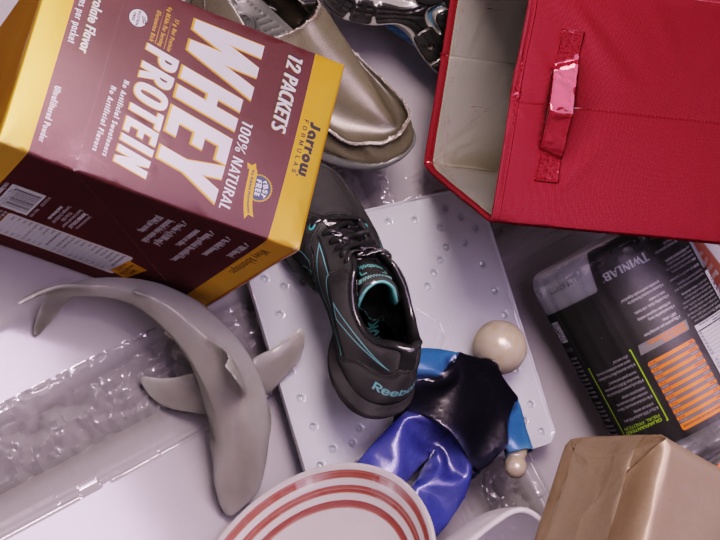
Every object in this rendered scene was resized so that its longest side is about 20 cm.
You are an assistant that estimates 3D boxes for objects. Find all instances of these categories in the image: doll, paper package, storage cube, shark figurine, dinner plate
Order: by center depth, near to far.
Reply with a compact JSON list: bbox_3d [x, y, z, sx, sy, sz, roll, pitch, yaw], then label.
[{"bbox_3d":[-0.032,0.217,1.326,0.024,0.200,0.200,45,60,-39],"label":"dinner plate"},{"bbox_3d":[-0.116,0.054,1.360,0.214,0.089,0.128,44,86,-13],"label":"shark figurine"},{"bbox_3d":[0.210,0.228,1.379,0.200,0.103,0.191,29,73,-34],"label":"paper package"},{"bbox_3d":[0.162,-0.127,1.419,0.179,0.200,0.171,5,104,-14],"label":"storage cube"},{"bbox_3d":[0.055,0.110,1.427,0.136,0.048,0.200,41,65,-3],"label":"doll"}]

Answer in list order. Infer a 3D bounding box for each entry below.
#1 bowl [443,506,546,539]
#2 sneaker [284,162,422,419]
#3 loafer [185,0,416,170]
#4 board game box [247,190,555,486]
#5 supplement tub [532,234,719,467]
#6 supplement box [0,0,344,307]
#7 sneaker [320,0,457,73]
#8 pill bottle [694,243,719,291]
[{"bbox_3d":[0.074,0.279,1.388,0.200,0.075,0.200,-39,112,-27],"label":"bowl"},{"bbox_3d":[0.000,0.000,1.400,0.075,0.079,0.200,-11,62,-24],"label":"sneaker"},{"bbox_3d":[-0.043,-0.148,1.442,0.200,0.070,0.075,37,60,7],"label":"loafer"},{"bbox_3d":[0.025,0.054,1.471,0.200,0.026,0.200,-14,82,-25],"label":"board game box"},{"bbox_3d":[0.223,0.065,1.501,0.122,0.123,0.200,-27,89,-27],"label":"supplement tub"},{"bbox_3d":[-0.149,-0.083,1.334,0.200,0.197,0.133,20,70,-19],"label":"supplement box"},{"bbox_3d":[0.039,-0.211,1.512,0.200,0.090,0.078,26,109,-35],"label":"sneaker"},{"bbox_3d":[0.318,0.005,1.530,0.112,0.112,0.200,-22,64,-27],"label":"pill bottle"}]
